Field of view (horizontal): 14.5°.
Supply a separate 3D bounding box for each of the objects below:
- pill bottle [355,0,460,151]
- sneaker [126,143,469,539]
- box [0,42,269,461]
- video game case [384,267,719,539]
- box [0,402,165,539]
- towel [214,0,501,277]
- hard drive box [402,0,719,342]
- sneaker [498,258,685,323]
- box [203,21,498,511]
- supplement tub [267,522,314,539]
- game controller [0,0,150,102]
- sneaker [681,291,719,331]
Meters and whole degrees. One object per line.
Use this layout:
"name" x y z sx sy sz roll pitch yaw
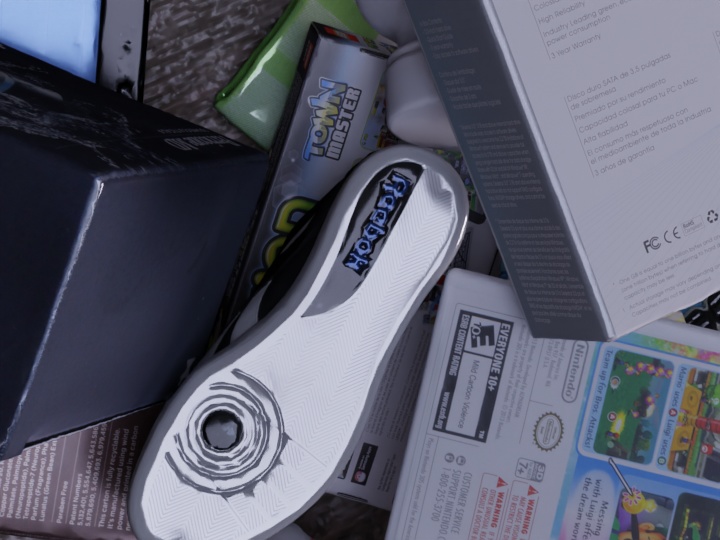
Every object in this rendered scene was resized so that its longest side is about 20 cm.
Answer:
"pill bottle" 0.051 -0.157 1.203 0.111 0.111 0.201 4 75 -15
"sneaker" -0.027 0.040 1.195 0.073 0.112 0.200 38 83 -4
"box" -0.169 -0.026 1.114 0.200 0.197 0.118 23 101 13
"video game case" 0.101 0.117 1.167 0.181 0.024 0.201 14 94 6
"box" -0.178 0.066 1.219 0.199 0.100 0.075 7 97 -17
"towel" 0.053 -0.071 1.293 0.200 0.031 0.149 37 88 -17
"hard drive box" 0.112 -0.093 1.118 0.156 0.077 0.201 -24 99 -20
"sneaker" 0.125 0.023 1.223 0.130 0.080 0.201 8 86 16
"box" 0.000 0.000 1.270 0.110 0.035 0.201 17 102 -11
"supplement tub" -0.009 0.217 1.267 0.200 0.140 0.140 39 88 -17
"game controller" -0.147 -0.082 1.232 0.104 0.042 0.201 2 98 -15
"sneaker" 0.126 0.061 1.300 0.078 0.090 0.200 41 85 19
